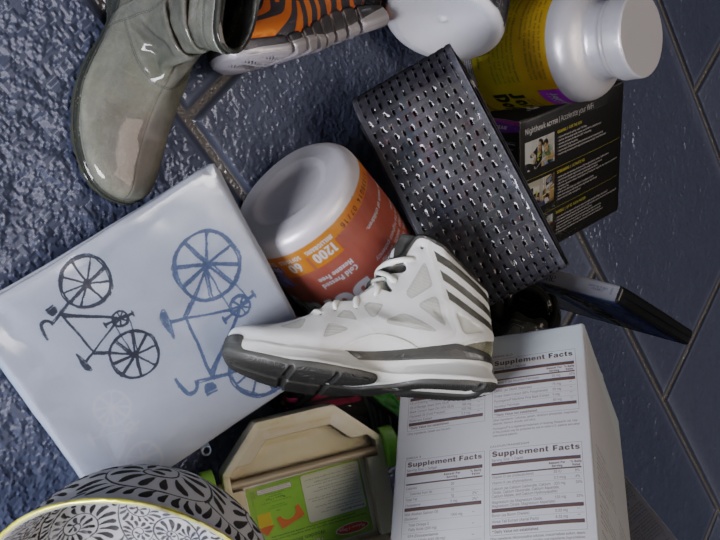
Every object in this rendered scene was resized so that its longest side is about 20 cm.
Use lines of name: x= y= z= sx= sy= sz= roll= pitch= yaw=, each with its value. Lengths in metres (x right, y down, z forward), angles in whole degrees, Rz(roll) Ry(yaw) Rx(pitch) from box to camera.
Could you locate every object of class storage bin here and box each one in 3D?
storage bin: x=0.086 y=-0.072 z=0.812 sx=0.200 sy=0.094 sz=0.135 roll=64 pitch=12 yaw=4

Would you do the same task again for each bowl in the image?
bowl: x=-0.137 y=0.195 z=0.649 sx=0.094 sy=0.200 sz=0.201 roll=-77 pitch=146 yaw=-58

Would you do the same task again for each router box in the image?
router box: x=0.204 y=-0.109 z=1.016 sx=0.200 sy=0.051 sz=0.150 roll=-25 pitch=121 yaw=-42

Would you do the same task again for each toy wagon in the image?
toy wagon: x=-0.035 y=0.207 z=0.742 sx=0.155 sy=0.040 sz=0.201 roll=-11 pitch=91 yaw=-16

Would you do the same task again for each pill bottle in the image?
pill bottle: x=0.167 y=-0.203 z=0.889 sx=0.104 sy=0.200 sz=0.105 roll=-3 pitch=94 yaw=-44
pill bottle: x=0.000 y=0.000 z=0.794 sx=0.200 sy=0.112 sz=0.112 roll=48 pitch=60 yaw=-35
pill bottle: x=0.091 y=-0.297 z=0.864 sx=0.106 sy=0.106 sz=0.200 roll=35 pitch=59 yaw=-40

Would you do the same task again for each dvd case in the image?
dvd case: x=0.200 y=0.022 z=0.936 sx=0.143 sy=0.200 sz=0.018 roll=25 pitch=85 yaw=-43

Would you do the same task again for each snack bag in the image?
snack bag: x=-0.143 y=0.052 z=0.681 sx=0.200 sy=0.021 sz=0.189 roll=-34 pitch=118 yaw=-14

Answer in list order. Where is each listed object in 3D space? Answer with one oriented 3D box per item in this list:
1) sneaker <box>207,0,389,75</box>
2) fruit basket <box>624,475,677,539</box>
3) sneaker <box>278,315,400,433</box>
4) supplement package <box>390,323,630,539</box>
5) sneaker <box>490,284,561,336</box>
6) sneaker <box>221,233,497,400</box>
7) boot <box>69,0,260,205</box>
sneaker: x=-0.060 y=-0.224 z=0.759 sx=0.200 sy=0.077 sz=0.112 roll=-36 pitch=113 yaw=-50
fruit basket: x=0.169 y=0.242 z=0.872 sx=0.185 sy=0.200 sz=0.094 roll=-43 pitch=136 yaw=7
sneaker: x=-0.034 y=0.101 z=0.792 sx=0.200 sy=0.077 sz=0.084 roll=45 pitch=70 yaw=-28
supplement package: x=0.120 y=0.173 z=0.748 sx=0.152 sy=0.150 sz=0.200 roll=59 pitch=28 yaw=-45
sneaker: x=0.148 y=0.047 z=0.913 sx=0.200 sy=0.071 sz=0.098 roll=-66 pitch=171 yaw=-70
sneaker: x=0.001 y=0.030 z=0.710 sx=0.200 sy=0.076 sz=0.116 roll=6 pitch=71 yaw=-13
boot: x=-0.126 y=-0.145 z=0.647 sx=0.068 sy=0.130 sz=0.201 roll=13 pitch=83 yaw=-44
